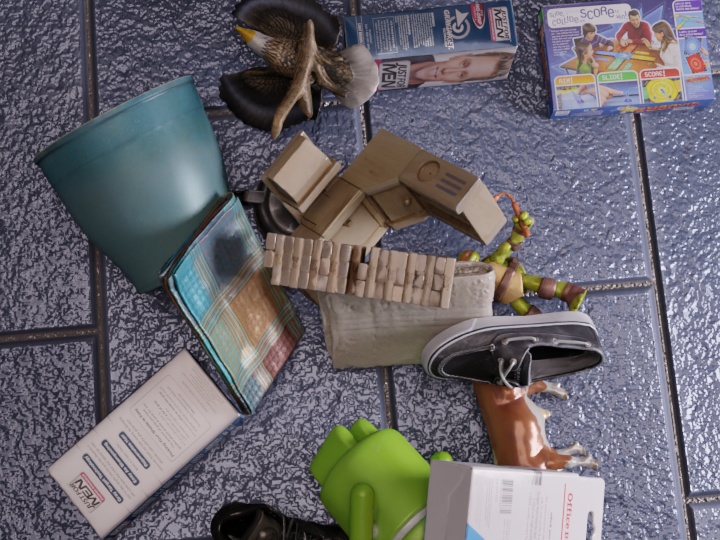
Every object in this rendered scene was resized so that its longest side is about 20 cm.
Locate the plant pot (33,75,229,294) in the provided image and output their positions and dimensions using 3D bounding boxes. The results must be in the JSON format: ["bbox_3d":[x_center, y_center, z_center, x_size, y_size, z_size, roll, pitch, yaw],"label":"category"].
[{"bbox_3d":[-0.230,-0.086,1.288,0.198,0.200,0.190,-29,97,-6],"label":"plant pot"}]

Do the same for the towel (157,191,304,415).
[{"bbox_3d":[-0.132,0.036,1.250,0.021,0.202,0.147,-3,38,35],"label":"towel"}]

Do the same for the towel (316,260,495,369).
[{"bbox_3d":[0.052,0.051,1.287,0.197,0.134,0.035,-2,40,6],"label":"towel"}]

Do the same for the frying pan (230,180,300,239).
[{"bbox_3d":[-0.103,-0.097,1.369,0.188,0.031,0.116,30,79,2],"label":"frying pan"}]

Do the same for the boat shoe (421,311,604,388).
[{"bbox_3d":[0.167,0.096,1.257,0.197,0.073,0.068,-6,39,-6],"label":"boat shoe"}]

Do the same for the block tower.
[{"bbox_3d":[0.000,0.000,1.212,0.197,0.058,0.055,8,92,8],"label":"block tower"}]

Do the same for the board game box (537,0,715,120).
[{"bbox_3d":[0.320,-0.259,1.396,0.197,0.034,0.138,-4,79,-1],"label":"board game box"}]

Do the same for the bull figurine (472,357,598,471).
[{"bbox_3d":[0.191,0.193,1.295,0.120,0.065,0.203,-14,81,-5],"label":"bull figurine"}]

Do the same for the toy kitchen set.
[{"bbox_3d":[0.009,-0.058,1.253,0.201,0.163,0.180,-50,45,-8],"label":"toy kitchen set"}]

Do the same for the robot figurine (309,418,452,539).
[{"bbox_3d":[0.036,0.254,1.243,0.200,0.174,0.116,45,117,25],"label":"robot figurine"}]

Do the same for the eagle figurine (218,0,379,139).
[{"bbox_3d":[-0.084,-0.239,1.309,0.151,0.200,0.152,-32,109,-9],"label":"eagle figurine"}]

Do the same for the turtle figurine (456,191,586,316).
[{"bbox_3d":[0.167,0.026,1.327,0.160,0.064,0.202,30,100,6],"label":"turtle figurine"}]

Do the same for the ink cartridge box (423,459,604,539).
[{"bbox_3d":[0.160,0.262,1.191,0.198,0.066,0.118,12,81,-37],"label":"ink cartridge box"}]

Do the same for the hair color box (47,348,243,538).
[{"bbox_3d":[-0.237,0.192,1.286,0.200,0.061,0.100,-41,82,-8],"label":"hair color box"}]

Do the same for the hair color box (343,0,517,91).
[{"bbox_3d":[0.080,-0.262,1.362,0.197,0.100,0.062,-6,78,-1],"label":"hair color box"}]

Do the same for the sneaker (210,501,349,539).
[{"bbox_3d":[-0.070,0.302,1.249,0.197,0.114,0.077,19,81,1],"label":"sneaker"}]
